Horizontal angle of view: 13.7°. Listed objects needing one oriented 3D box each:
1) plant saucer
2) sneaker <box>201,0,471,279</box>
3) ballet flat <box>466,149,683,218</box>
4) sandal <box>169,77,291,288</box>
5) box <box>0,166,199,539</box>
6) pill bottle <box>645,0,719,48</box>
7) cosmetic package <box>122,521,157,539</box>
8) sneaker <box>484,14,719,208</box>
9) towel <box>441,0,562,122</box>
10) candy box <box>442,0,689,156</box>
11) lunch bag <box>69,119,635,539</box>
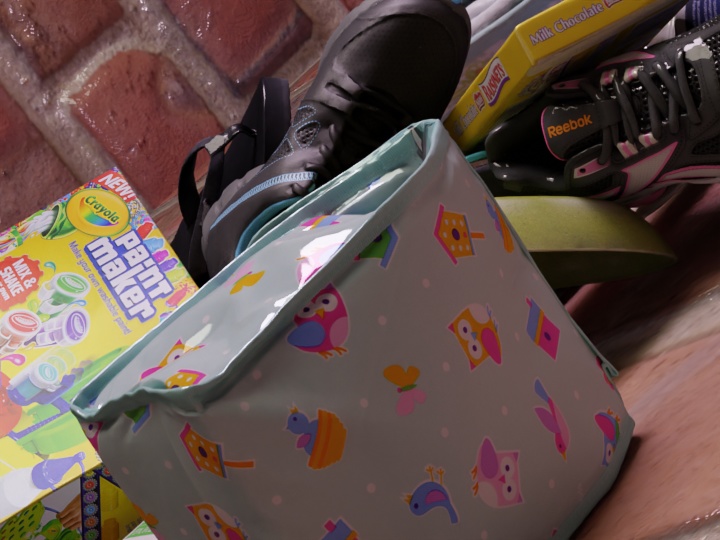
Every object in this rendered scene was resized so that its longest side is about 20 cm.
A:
[{"bbox_3d":[0.055,-0.011,1.469,0.199,0.031,0.200,-4,-6,0],"label":"plant saucer"},{"bbox_3d":[-0.007,-0.056,1.534,0.200,0.073,0.082,-54,17,18],"label":"sneaker"},{"bbox_3d":[0.120,-0.051,1.573,0.199,0.073,0.073,-23,-5,-41],"label":"ballet flat"},{"bbox_3d":[-0.083,-0.027,1.648,0.200,0.043,0.076,121,151,-44],"label":"sandal"},{"bbox_3d":[-0.152,0.085,1.546,0.192,0.122,0.200,-30,41,-7],"label":"box"},{"bbox_3d":[0.221,-0.125,1.453,0.111,0.111,0.200,-43,9,-25],"label":"pill bottle"},{"bbox_3d":[-0.010,0.095,1.412,0.200,0.085,0.108,-43,5,-17],"label":"cosmetic package"},{"bbox_3d":[0.132,-0.068,1.412,0.086,0.081,0.200,-5,-16,-33],"label":"sneaker"},{"bbox_3d":[0.117,-0.133,1.857,0.171,0.048,0.200,16,-37,-41],"label":"towel"},{"bbox_3d":[0.102,-0.105,1.488,0.102,0.027,0.200,-26,-6,-14],"label":"candy box"},{"bbox_3d":[0.010,0.057,1.213,0.200,0.171,0.122,-44,17,-33],"label":"lunch bag"}]
